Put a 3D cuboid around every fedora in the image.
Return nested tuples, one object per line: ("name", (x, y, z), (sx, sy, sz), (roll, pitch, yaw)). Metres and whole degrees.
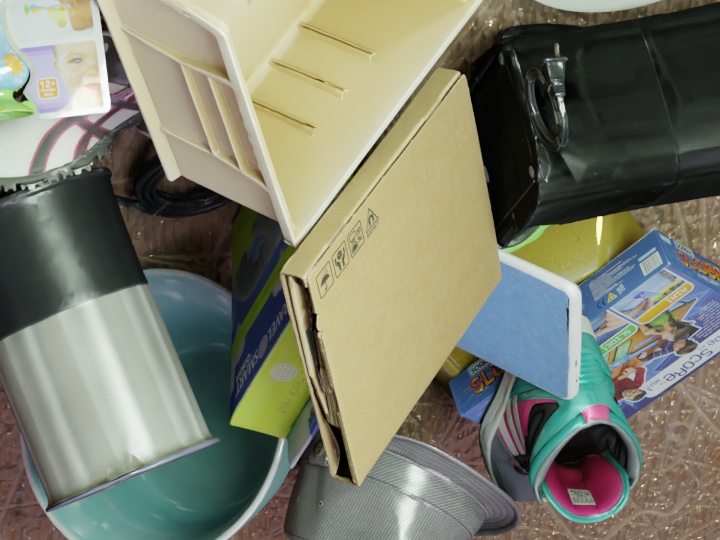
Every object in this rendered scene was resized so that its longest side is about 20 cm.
("fedora", (0.014, 0.187, 1.766), (0.200, 0.090, 0.177), (5, 153, 49))

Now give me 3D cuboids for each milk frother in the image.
("milk frother", (-0.132, 0.025, 1.487), (0.200, 0.189, 0.180), (-23, 178, 13))

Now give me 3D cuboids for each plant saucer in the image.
("plant saucer", (0.136, 0.043, 1.757), (0.200, 0.049, 0.200), (-28, 143, 12))

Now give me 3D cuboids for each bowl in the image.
("bowl", (-0.121, 0.104, 1.621), (0.200, 0.201, 0.105), (-32, 162, 16))

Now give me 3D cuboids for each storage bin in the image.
("storage bin", (-0.035, -0.159, 1.290), (0.200, 0.094, 0.199), (-53, 152, -23))

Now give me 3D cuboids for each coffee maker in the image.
("coffee maker", (0.182, -0.093, 1.458), (0.199, 0.192, 0.135), (-12, 99, -14))

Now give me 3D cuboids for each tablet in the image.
("tablet", (0.060, 0.009, 1.585), (0.014, 0.200, 0.130), (-51, 155, -29))

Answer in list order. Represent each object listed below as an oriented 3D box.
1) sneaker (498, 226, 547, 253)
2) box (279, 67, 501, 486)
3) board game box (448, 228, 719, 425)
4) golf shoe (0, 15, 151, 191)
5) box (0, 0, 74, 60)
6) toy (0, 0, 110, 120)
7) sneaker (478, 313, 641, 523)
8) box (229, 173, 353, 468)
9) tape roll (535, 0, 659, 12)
("sneaker", (0.122, -0.072, 1.595), (0.199, 0.077, 0.084), (-23, 126, 0))
("box", (0.023, 0.003, 1.395), (0.021, 0.200, 0.164), (11, 134, 27))
("board game box", (0.182, 0.059, 1.727), (0.200, 0.035, 0.135), (-38, 140, 24))
("golf shoe", (-0.165, -0.108, 1.418), (0.199, 0.077, 0.088), (-16, 119, -2))
("box", (-0.265, -0.142, 1.261), (0.200, 0.137, 0.039), (-25, -179, 7))
("toy", (-0.194, -0.174, 1.202), (0.115, 0.201, 0.047), (-7, -177, -11))
("sneaker", (0.144, 0.135, 1.675), (0.083, 0.121, 0.200), (-8, 143, -13))
("box", (-0.043, 0.010, 1.498), (0.048, 0.200, 0.122), (15, 133, -18))
("tape roll", (0.165, -0.237, 1.416), (0.202, 0.037, 0.203), (-12, 144, -9))
